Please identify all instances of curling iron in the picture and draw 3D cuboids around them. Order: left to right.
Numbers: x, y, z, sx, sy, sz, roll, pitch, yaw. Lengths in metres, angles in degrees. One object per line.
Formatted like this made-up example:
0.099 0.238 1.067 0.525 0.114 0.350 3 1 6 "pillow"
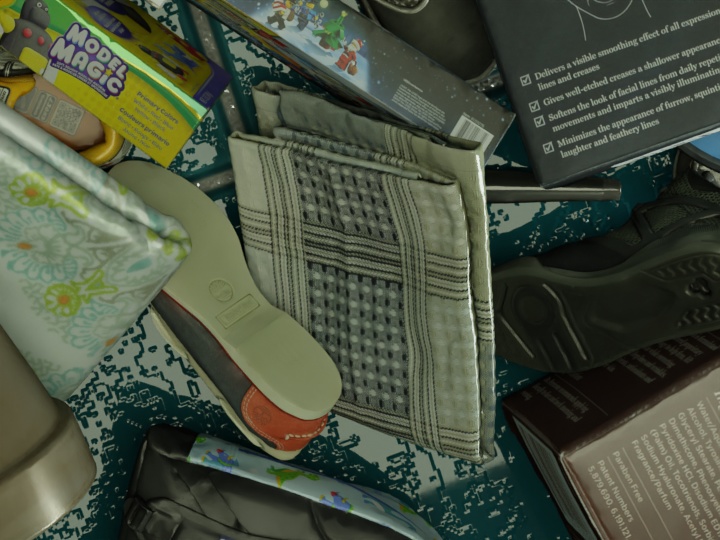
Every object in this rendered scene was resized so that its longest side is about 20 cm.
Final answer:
0.061 -0.042 1.758 0.199 0.026 0.050 -4 62 -12 "curling iron"

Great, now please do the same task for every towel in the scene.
-0.220 -0.015 1.664 0.199 0.048 0.171 34 130 -12 "towel"
0.000 0.000 1.665 0.034 0.192 0.201 -21 118 -38 "towel"

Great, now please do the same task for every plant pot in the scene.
-0.267 0.068 1.610 0.199 0.200 0.174 -21 104 -6 "plant pot"

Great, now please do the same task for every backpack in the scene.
-0.040 0.186 1.730 0.199 0.154 0.164 11 95 11 "backpack"

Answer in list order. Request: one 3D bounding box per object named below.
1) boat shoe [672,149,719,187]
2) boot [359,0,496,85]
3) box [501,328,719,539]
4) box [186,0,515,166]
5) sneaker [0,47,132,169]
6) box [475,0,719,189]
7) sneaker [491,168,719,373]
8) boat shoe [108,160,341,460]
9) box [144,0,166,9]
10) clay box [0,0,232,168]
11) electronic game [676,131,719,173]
0.270 -0.113 1.768 0.200 0.057 0.067 -43 102 -1 "boat shoe"
0.027 -0.169 1.647 0.073 0.200 0.182 -42 102 -1 "boot"
0.219 0.113 1.738 0.199 0.166 0.165 -29 102 -3 "box"
-0.016 -0.129 1.677 0.199 0.137 0.038 32 88 -13 "box"
-0.222 -0.110 1.676 0.199 0.082 0.078 16 96 -11 "sneaker"
0.147 -0.165 1.678 0.148 0.107 0.201 -18 89 12 "box"
0.162 0.000 1.750 0.199 0.114 0.077 -16 107 33 "sneaker"
-0.090 0.023 1.709 0.071 0.063 0.200 -31 74 -37 "boat shoe"
-0.078 -0.243 1.642 0.041 0.156 0.200 35 91 -14 "box"
-0.170 -0.144 1.650 0.200 0.115 0.048 37 103 -5 "clay box"
0.252 -0.150 1.734 0.199 0.042 0.201 -2 81 11 "electronic game"
